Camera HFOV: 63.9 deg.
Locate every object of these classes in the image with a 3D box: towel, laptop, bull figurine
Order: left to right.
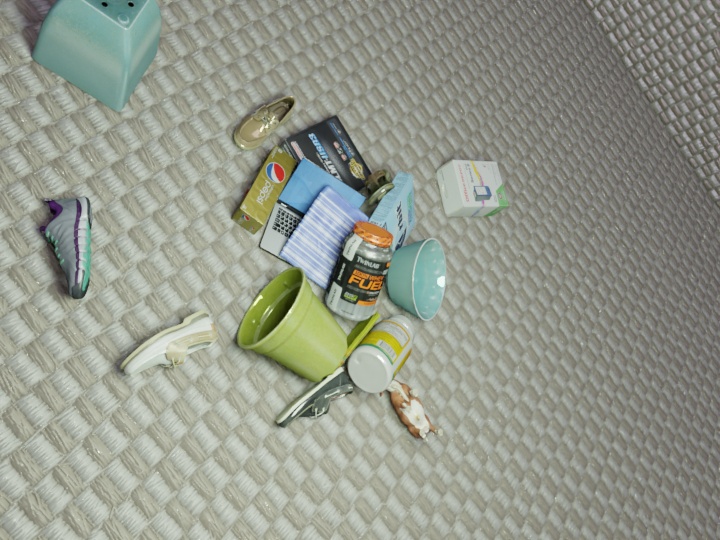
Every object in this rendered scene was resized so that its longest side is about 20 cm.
[{"bbox_3d":[-0.109,-0.114,1.354,0.184,0.115,0.205,29,59,-22],"label":"laptop"},{"bbox_3d":[-0.080,-0.078,1.354,0.144,0.024,0.203,37,84,-21],"label":"towel"},{"bbox_3d":[-0.032,0.170,1.323,0.018,0.085,0.200,51,53,-10],"label":"towel"},{"bbox_3d":[0.112,0.319,1.355,0.065,0.121,0.202,-40,103,-13],"label":"bull figurine"}]

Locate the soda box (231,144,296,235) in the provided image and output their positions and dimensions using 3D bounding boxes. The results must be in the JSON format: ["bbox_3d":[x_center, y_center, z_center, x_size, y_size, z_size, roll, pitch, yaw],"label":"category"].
[{"bbox_3d":[-0.221,-0.187,1.336,0.067,0.064,0.204,33,58,-19],"label":"soda box"}]

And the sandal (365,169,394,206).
[{"bbox_3d":[0.037,-0.214,1.422,0.058,0.079,0.202,49,14,-18],"label":"sandal"}]

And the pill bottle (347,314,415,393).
[{"bbox_3d":[0.057,0.184,1.344,0.114,0.112,0.200,54,35,-5],"label":"pill bottle"}]

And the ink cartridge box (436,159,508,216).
[{"bbox_3d":[0.334,-0.244,1.727,0.195,0.087,0.150,-4,76,-34],"label":"ink cartridge box"}]

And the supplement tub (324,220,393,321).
[{"bbox_3d":[0.000,0.000,1.325,0.119,0.123,0.205,8,111,-31],"label":"supplement tub"}]

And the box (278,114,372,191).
[{"bbox_3d":[-0.083,-0.271,1.473,0.197,0.049,0.203,-34,94,-39],"label":"box"}]

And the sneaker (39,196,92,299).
[{"bbox_3d":[-0.545,-0.041,1.066,0.085,0.075,0.206,-1,64,-20],"label":"sneaker"}]

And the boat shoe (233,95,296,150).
[{"bbox_3d":[-0.228,-0.363,1.394,0.073,0.065,0.200,50,53,-8],"label":"boat shoe"}]

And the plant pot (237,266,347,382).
[{"bbox_3d":[-0.129,0.131,1.223,0.184,0.197,0.204,44,54,-27],"label":"plant pot"}]

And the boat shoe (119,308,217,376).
[{"bbox_3d":[-0.360,0.150,1.110,0.198,0.075,0.069,-35,87,-39],"label":"boat shoe"}]

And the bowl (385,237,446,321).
[{"bbox_3d":[0.132,0.018,1.453,0.199,0.102,0.208,-16,108,-57],"label":"bowl"}]

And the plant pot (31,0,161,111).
[{"bbox_3d":[-0.514,-0.493,1.161,0.193,0.199,0.200,30,59,-21],"label":"plant pot"}]

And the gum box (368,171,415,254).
[{"bbox_3d":[0.082,-0.117,1.466,0.043,0.173,0.202,16,53,21],"label":"gum box"}]

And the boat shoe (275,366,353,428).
[{"bbox_3d":[-0.095,0.284,1.245,0.198,0.071,0.069,-29,86,-39],"label":"boat shoe"}]
